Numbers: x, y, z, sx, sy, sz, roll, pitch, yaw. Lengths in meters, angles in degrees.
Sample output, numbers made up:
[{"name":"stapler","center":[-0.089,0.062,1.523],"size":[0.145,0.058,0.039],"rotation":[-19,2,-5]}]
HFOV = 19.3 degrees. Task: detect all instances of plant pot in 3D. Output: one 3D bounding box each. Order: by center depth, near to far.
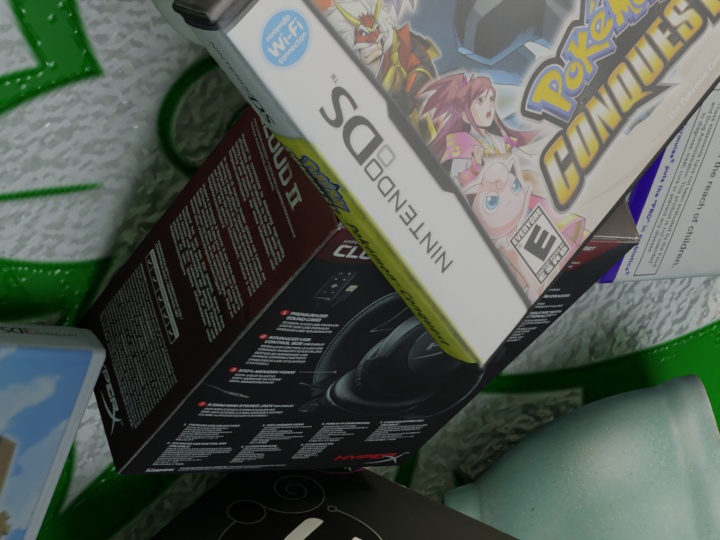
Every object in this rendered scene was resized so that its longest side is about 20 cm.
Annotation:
[{"name":"plant pot","center":[0.110,0.159,1.028],"size":[0.133,0.201,0.201],"rotation":[-7,132,3]}]

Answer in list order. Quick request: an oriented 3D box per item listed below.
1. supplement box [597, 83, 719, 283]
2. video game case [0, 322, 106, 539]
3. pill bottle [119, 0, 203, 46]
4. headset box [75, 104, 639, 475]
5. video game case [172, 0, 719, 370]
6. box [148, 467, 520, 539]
[{"name":"supplement box","center":[0.167,-0.066,0.938],"size":[0.198,0.101,0.104],"rotation":[-4,125,-33]},{"name":"video game case","center":[-0.210,0.106,0.829],"size":[0.181,0.022,0.201],"rotation":[5,118,-38]},{"name":"pill bottle","center":[-0.012,-0.129,0.752],"size":[0.199,0.111,0.111],"rotation":[3,121,-37]},{"name":"headset box","center":[0.000,0.000,0.835],"size":[0.148,0.078,0.200],"rotation":[1,145,-36]},{"name":"video game case","center":[0.054,-0.096,0.724],"size":[0.200,0.025,0.181],"rotation":[-49,127,-13]},{"name":"box","center":[0.003,0.186,0.908],"size":[0.148,0.199,0.125],"rotation":[-37,141,-50]}]
